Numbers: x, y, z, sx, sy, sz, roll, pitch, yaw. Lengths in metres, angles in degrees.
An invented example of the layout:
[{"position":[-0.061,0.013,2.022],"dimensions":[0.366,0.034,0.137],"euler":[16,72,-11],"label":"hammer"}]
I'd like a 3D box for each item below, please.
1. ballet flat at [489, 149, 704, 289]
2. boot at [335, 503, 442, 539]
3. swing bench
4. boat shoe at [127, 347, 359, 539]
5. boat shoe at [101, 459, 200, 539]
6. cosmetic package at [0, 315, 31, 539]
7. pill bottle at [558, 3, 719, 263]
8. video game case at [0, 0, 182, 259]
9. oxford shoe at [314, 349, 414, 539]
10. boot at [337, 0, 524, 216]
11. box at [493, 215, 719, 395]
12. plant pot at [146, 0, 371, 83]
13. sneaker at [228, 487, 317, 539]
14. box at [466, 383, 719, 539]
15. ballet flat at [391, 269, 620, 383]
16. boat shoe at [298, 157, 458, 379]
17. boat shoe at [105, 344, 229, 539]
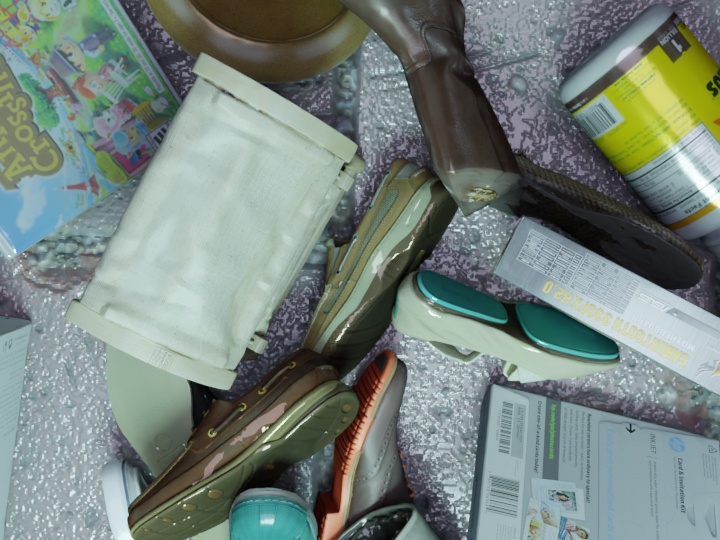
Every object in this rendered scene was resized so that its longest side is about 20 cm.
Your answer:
[{"position":[0.186,-0.046,0.806],"dimensions":[0.199,0.068,0.046],"euler":[26,55,15],"label":"ballet flat"},{"position":[0.088,0.260,0.810],"dimensions":[0.181,0.073,0.201],"euler":[-33,105,2],"label":"boot"},{"position":[-0.096,-0.032,0.747],"dimensions":[0.129,0.200,0.200],"euler":[29,94,-2],"label":"swing bench"},{"position":[-0.097,0.136,0.770],"dimensions":[0.200,0.072,0.068],"euler":[-36,58,-3],"label":"boat shoe"},{"position":[-0.154,0.243,0.836],"dimensions":[0.065,0.074,0.201],"euler":[-22,104,-3],"label":"boat shoe"},{"position":[-0.391,0.131,0.798],"dimensions":[0.198,0.123,0.202],"euler":[8,95,0],"label":"cosmetic package"},{"position":[0.257,-0.102,0.787],"dimensions":[0.109,0.109,0.200],"euler":[-40,93,2],"label":"pill bottle"},{"position":[-0.247,-0.141,0.751],"dimensions":[0.182,0.022,0.201],"euler":[-37,107,-18],"label":"video game case"},{"position":[0.013,0.164,0.832],"dimensions":[0.072,0.071,0.201],"euler":[14,102,-10],"label":"oxford shoe"},{"position":[0.042,-0.143,0.738],"dimensions":[0.064,0.186,0.201],"euler":[-26,71,40],"label":"boot"},{"position":[0.204,0.033,0.749],"dimensions":[0.199,0.158,0.049],"euler":[29,94,14],"label":"box"},{"position":[-0.074,-0.247,0.785],"dimensions":[0.198,0.027,0.202],"euler":[3,78,-13],"label":"plant pot"},{"position":[-0.069,0.252,0.775],"dimensions":[0.071,0.080,0.201],"euler":[0,131,-3],"label":"sneaker"},{"position":[0.189,0.185,0.795],"dimensions":[0.198,0.041,0.157],"euler":[13,49,-1],"label":"box"},{"position":[0.116,0.055,0.821],"dimensions":[0.199,0.069,0.070],"euler":[20,94,-13],"label":"ballet flat"},{"position":[0.000,0.000,0.824],"dimensions":[0.076,0.072,0.201],"euler":[36,94,24],"label":"boat shoe"},{"position":[-0.147,0.131,0.829],"dimensions":[0.073,0.063,0.202],"euler":[-28,91,18],"label":"boat shoe"}]
